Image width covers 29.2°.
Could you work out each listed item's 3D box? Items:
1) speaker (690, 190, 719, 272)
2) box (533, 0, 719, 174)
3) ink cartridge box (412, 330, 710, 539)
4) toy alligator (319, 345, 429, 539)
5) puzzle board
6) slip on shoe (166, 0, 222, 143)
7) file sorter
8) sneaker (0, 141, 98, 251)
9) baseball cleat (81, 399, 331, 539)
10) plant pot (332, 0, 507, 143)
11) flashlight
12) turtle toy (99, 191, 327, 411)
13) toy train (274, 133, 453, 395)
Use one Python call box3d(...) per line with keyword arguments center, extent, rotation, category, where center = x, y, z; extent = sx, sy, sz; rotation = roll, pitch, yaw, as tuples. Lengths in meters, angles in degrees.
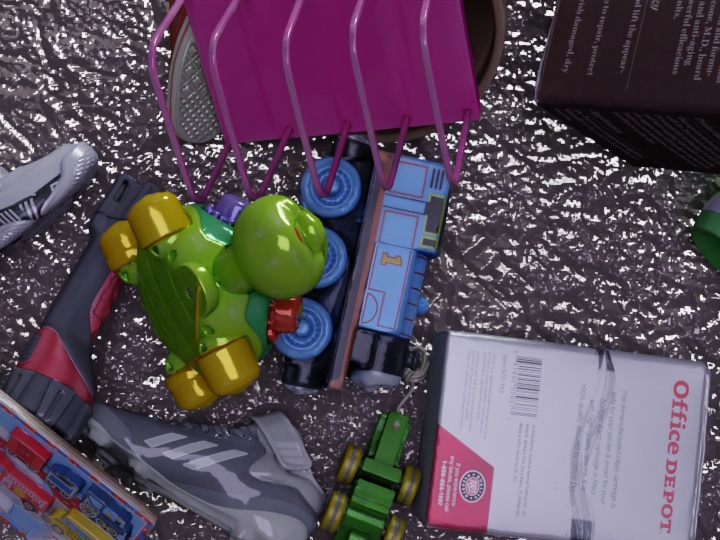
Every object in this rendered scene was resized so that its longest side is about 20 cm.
box3d(center=(0.351, -0.078, 1.077), extent=(0.088, 0.088, 0.200), rotation=(45, 83, 0), category="speaker")
box3d(center=(0.262, -0.166, 0.996), extent=(0.200, 0.166, 0.165), rotation=(9, 82, 39), category="box")
box3d(center=(0.150, 0.129, 1.045), extent=(0.199, 0.083, 0.146), rotation=(7, 85, -4), category="ink cartridge box")
box3d(center=(0.013, 0.152, 1.048), extent=(0.059, 0.054, 0.200), rotation=(21, 59, -3), category="toy alligator")
box3d(center=(-0.247, 0.147, 0.989), extent=(0.200, 0.151, 0.017), rotation=(39, 49, 0), category="puzzle board")
box3d(center=(-0.118, -0.198, 1.068), extent=(0.074, 0.061, 0.201), rotation=(2, 98, -39), category="slip on shoe")
box3d(center=(-0.030, -0.131, 0.963), extent=(0.199, 0.126, 0.139), rotation=(-4, 125, 15), category="file sorter")
box3d(center=(-0.300, -0.057, 1.031), extent=(0.200, 0.075, 0.115), rotation=(-38, 92, -3), category="sneaker")
box3d(center=(-0.116, 0.135, 1.043), extent=(0.200, 0.070, 0.107), rotation=(34, 68, -3), category="baseball cleat")
box3d(center=(0.013, -0.204, 1.037), extent=(0.200, 0.093, 0.201), rotation=(6, 128, 8), category="plant pot")
box3d(center=(-0.192, 0.030, 1.015), extent=(0.068, 0.068, 0.200), rotation=(20, 63, 13), category="flashlight")
box3d(center=(-0.091, 0.006, 0.942), extent=(0.101, 0.200, 0.146), rotation=(-26, 89, -28), category="turtle toy")
box3d(center=(0.000, 0.000, 1.041), extent=(0.114, 0.087, 0.201), rotation=(12, 84, -1), category="toy train")
